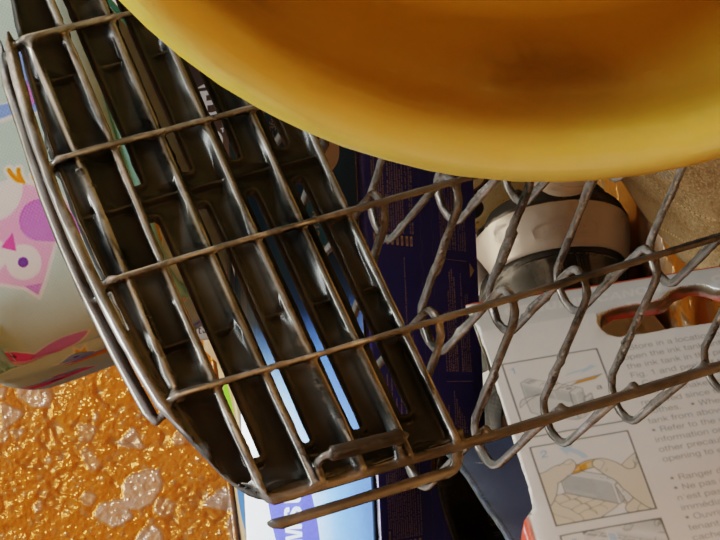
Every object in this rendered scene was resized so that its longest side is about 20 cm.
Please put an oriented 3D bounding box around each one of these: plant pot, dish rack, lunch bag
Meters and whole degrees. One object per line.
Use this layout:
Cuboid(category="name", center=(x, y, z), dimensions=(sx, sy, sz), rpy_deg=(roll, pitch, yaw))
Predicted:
Cuboid(category="plant pot", center=(0.028, -0.143, 0.516), dimensions=(0.189, 0.200, 0.201), rpy_deg=(-103, 7, -63))
Cuboid(category="dish rack", center=(0.028, -0.025, 0.587), dimensions=(0.154, 0.199, 0.055), rpy_deg=(65, 154, 23))
Cuboid(category="lunch bag", center=(-0.095, -0.051, 0.778), dimensions=(0.200, 0.077, 0.161), rpy_deg=(78, 172, -87))

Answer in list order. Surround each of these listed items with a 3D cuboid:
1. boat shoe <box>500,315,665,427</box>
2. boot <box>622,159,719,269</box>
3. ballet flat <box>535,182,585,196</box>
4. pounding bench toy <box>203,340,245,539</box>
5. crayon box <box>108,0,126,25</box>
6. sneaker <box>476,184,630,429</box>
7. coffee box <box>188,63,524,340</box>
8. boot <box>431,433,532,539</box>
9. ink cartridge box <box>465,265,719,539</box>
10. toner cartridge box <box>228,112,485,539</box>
Cuboid(category="boat shoe", center=(0.079, 0.098, 0.891), dimensions=(0.060, 0.074, 0.201), rpy_deg=(-140, 34, -72))
Cuboid(category="boot", center=(0.072, -0.056, 0.791), dimensions=(0.200, 0.073, 0.076), rpy_deg=(-122, 15, -67))
Cuboid(category="ballet flat", center=(0.017, -0.097, 0.918), dimensions=(0.200, 0.069, 0.070), rpy_deg=(48, 158, 24))
Cuboid(category="pounding bench toy", center=(0.009, 0.079, 1.180), dimensions=(0.200, 0.124, 0.157), rpy_deg=(-158, 60, -81))
Cuboid(category="crayon box", center=(0.014, -0.169, 0.653), dimensions=(0.058, 0.172, 0.201), rpy_deg=(-133, 34, -62))
Cuboid(category="sneaker", center=(0.061, 0.055, 0.984), dimensions=(0.200, 0.066, 0.091), rpy_deg=(100, 163, -61))
Cuboid(category="coffee box", center=(-0.024, -0.047, 1.001), dimensions=(0.080, 0.199, 0.113), rpy_deg=(-112, 16, -61))
Cuboid(category="boot", center=(0.083, 0.107, 0.746), dimensions=(0.200, 0.097, 0.075), rpy_deg=(-106, 11, -49))
Cuboid(category="ink cartridge box", center=(0.093, 0.083, 0.597), dimensions=(0.200, 0.109, 0.050), rpy_deg=(-106, 10, -46))
Cuboid(category="toner cartridge box", center=(0.000, 0.000, 0.825), dimensions=(0.095, 0.043, 0.201), rpy_deg=(6, -99, -67))
